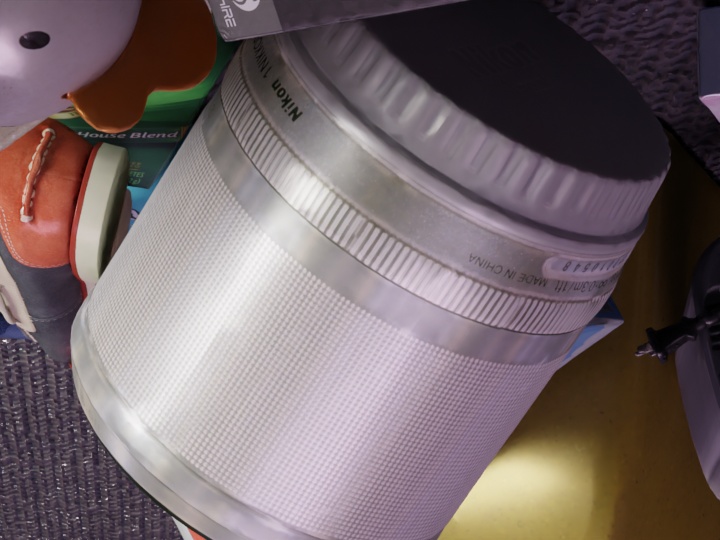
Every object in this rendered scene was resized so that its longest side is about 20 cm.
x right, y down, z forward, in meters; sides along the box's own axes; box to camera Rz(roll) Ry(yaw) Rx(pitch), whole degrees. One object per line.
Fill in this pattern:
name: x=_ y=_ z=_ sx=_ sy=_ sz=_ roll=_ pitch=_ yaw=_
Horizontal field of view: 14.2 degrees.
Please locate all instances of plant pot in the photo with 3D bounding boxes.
plant pot: x=0.077 y=0.071 z=1.293 sx=0.195 sy=0.201 sz=0.194 roll=-9 pitch=158 yaw=24

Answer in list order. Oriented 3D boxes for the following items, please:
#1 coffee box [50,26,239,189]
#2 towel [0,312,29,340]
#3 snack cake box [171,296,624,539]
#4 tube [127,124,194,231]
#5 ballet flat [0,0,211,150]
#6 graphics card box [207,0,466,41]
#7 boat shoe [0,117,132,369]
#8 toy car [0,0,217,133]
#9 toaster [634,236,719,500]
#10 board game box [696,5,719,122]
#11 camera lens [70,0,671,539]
coffee box: x=-0.115 y=-0.089 z=1.089 sx=0.122 sy=0.044 sz=0.200 roll=7 pitch=160 yaw=-16
towel: x=-0.185 y=0.001 z=1.296 sx=0.111 sy=0.049 sz=0.200 roll=9 pitch=180 yaw=43
snack cake box: x=-0.005 y=0.029 z=1.191 sx=0.200 sy=0.115 sz=0.067 roll=-37 pitch=164 yaw=27
tube: x=-0.136 y=-0.037 z=1.243 sx=0.199 sy=0.051 sz=0.077 roll=0 pitch=164 yaw=18
ballet flat: x=-0.078 y=-0.101 z=0.969 sx=0.199 sy=0.068 sz=0.062 roll=-28 pitch=154 yaw=16
graphics card box: x=0.036 y=-0.143 z=0.819 sx=0.199 sy=0.051 sz=0.126 roll=-9 pitch=115 yaw=23
boat shoe: x=-0.127 y=-0.011 z=1.144 sx=0.062 sy=0.072 sz=0.200 roll=11 pitch=164 yaw=-1
toy car: x=-0.141 y=-0.082 z=0.879 sx=0.199 sy=0.178 sz=0.185 roll=15 pitch=147 yaw=-9
toaster: x=0.204 y=0.036 z=1.158 sx=0.199 sy=0.114 sz=0.129 roll=-13 pitch=164 yaw=-4
board game box: x=0.256 y=-0.061 z=1.140 sx=0.199 sy=0.044 sz=0.199 roll=-6 pitch=159 yaw=22
camera lens: x=0.000 y=0.000 z=1.049 sx=0.160 sy=0.160 sz=0.200 roll=16 pitch=120 yaw=-35
